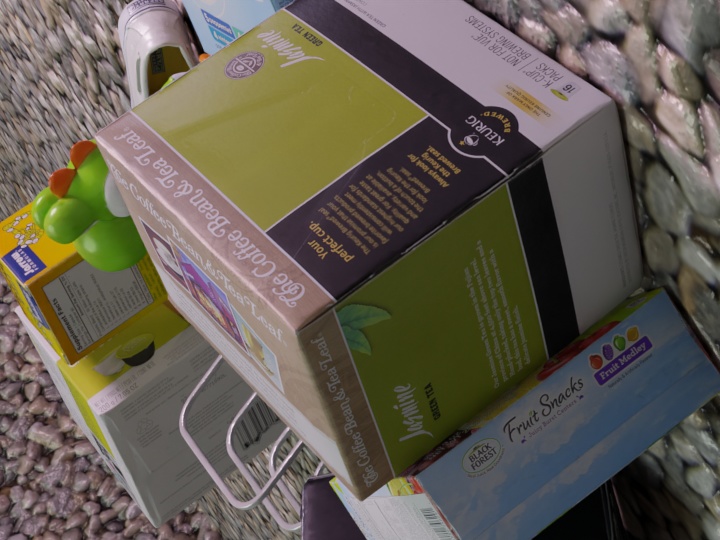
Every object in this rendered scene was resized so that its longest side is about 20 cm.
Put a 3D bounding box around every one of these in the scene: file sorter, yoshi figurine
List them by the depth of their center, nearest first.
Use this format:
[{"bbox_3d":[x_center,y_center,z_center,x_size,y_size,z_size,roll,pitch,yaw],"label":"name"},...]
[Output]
[{"bbox_3d":[-0.007,0.124,1.173,0.199,0.125,0.139,33,-173,-39],"label":"file sorter"},{"bbox_3d":[-0.145,-0.072,1.206,0.113,0.199,0.112,58,163,-12],"label":"yoshi figurine"}]

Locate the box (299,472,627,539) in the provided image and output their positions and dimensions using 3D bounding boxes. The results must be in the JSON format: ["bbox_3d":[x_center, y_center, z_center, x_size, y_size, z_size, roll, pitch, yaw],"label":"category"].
[{"bbox_3d":[0.082,0.223,1.074,0.125,0.198,0.198,-91,-16,-48],"label":"box"}]

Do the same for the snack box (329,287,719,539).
[{"bbox_3d":[0.084,0.092,0.910,0.068,0.168,0.200,55,164,0],"label":"snack box"}]

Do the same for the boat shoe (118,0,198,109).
[{"bbox_3d":[-0.142,-0.119,1.329,0.203,0.074,0.087,84,165,-47],"label":"boat shoe"}]

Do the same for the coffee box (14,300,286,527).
[{"bbox_3d":[-0.210,0.099,1.738,0.198,0.199,0.201,43,160,39],"label":"coffee box"}]

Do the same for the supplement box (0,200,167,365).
[{"bbox_3d":[-0.239,-0.026,1.577,0.109,0.199,0.110,38,157,45],"label":"supplement box"}]

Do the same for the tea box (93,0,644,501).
[{"bbox_3d":[0.005,-0.031,0.848,0.200,0.196,0.134,42,159,42],"label":"tea box"}]

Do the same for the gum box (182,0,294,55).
[{"bbox_3d":[-0.084,-0.210,1.036,0.170,0.044,0.201,36,154,52],"label":"gum box"}]
